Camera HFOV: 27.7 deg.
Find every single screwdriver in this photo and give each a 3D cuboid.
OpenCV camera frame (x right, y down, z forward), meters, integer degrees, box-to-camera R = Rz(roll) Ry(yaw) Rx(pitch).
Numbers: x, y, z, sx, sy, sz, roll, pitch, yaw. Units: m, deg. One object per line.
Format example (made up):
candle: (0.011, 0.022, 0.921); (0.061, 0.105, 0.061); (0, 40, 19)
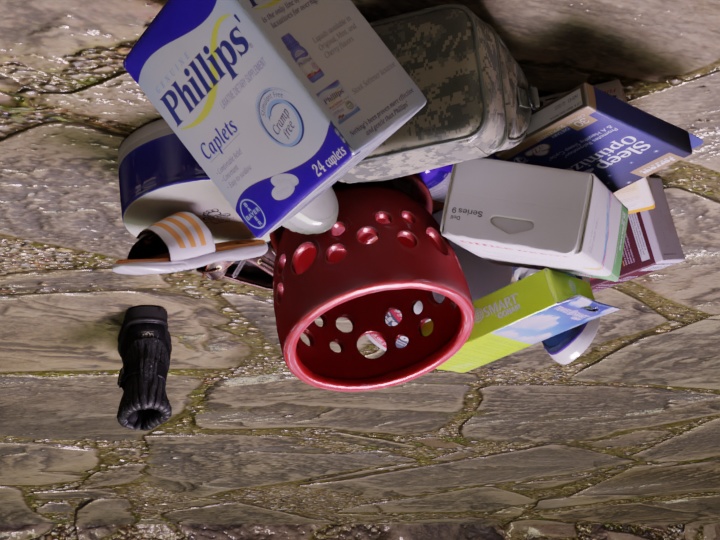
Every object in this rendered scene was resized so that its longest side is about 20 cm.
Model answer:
screwdriver: (-0.128, -0.028, 1.676); (0.029, 0.028, 0.200); (18, -158, 7)

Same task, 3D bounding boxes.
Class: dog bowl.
dog bowl: (-0.160, -0.093, 1.578); (0.199, 0.079, 0.200); (-5, 159, -2)

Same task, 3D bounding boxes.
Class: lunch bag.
lunch bag: (0.053, -0.156, 1.382); (0.199, 0.140, 0.168); (-11, 167, 23)

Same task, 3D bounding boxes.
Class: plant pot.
plant pot: (0.000, 0.000, 1.508); (0.200, 0.183, 0.201); (-12, 146, -8)

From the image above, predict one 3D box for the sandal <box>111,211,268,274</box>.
sandal: (-0.183, -0.034, 1.549); (0.079, 0.059, 0.206); (-1, -173, 39)

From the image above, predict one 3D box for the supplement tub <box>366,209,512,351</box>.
supplement tub: (0.082, 0.015, 1.713); (0.140, 0.141, 0.200); (2, 164, -19)

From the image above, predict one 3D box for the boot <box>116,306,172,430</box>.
boot: (-0.308, 0.157, 2.086); (0.079, 0.158, 0.211); (-3, 159, -6)

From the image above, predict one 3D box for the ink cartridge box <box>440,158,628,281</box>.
ink cartridge box: (0.182, -0.050, 1.487); (0.145, 0.088, 0.200); (9, 177, 22)

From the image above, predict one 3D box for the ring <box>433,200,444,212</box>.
ring: (0.035, -0.051, 1.754); (0.200, 0.019, 0.200); (-21, 166, -6)

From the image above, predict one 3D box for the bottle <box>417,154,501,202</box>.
bottle: (0.116, -0.107, 1.628); (0.200, 0.066, 0.083); (13, 158, -40)

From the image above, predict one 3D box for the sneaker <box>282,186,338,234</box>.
sneaker: (-0.081, -0.121, 1.380); (0.076, 0.200, 0.080); (-45, -165, -34)

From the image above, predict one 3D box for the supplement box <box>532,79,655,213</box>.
supplement box: (0.245, -0.123, 1.604); (0.126, 0.074, 0.200); (-11, 157, 14)

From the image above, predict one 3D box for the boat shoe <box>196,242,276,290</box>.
boat shoe: (-0.170, -0.022, 1.779); (0.200, 0.071, 0.070); (12, 157, -35)

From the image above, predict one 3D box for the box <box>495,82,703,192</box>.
box: (0.245, -0.123, 1.471); (0.200, 0.033, 0.121); (15, 149, -40)

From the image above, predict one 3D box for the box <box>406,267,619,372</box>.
box: (0.164, 0.053, 1.575); (0.200, 0.048, 0.122); (-25, 161, 26)

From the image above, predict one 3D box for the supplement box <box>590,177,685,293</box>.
supplement box: (0.289, -0.031, 1.802); (0.200, 0.109, 0.061); (-22, 168, 38)

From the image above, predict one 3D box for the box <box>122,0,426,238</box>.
box: (-0.077, -0.159, 1.231); (0.105, 0.200, 0.184); (-39, -179, -37)

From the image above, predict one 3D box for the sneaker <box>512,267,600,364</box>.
sneaker: (0.199, 0.007, 1.690); (0.146, 0.200, 0.081); (38, 120, -18)

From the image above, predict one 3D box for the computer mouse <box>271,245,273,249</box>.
computer mouse: (-0.035, -0.067, 1.727); (0.109, 0.044, 0.200); (1, 159, -15)
